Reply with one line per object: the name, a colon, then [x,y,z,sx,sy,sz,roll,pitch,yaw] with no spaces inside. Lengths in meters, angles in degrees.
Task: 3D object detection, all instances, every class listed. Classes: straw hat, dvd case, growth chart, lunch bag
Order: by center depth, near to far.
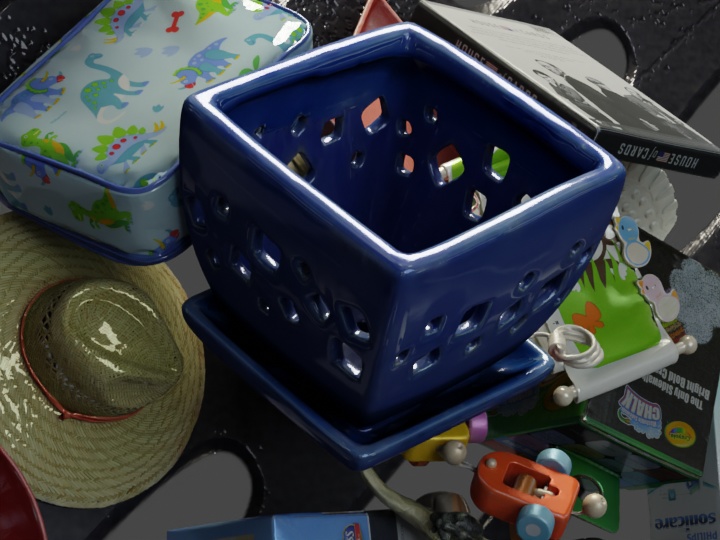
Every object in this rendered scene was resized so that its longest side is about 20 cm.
straw hat: [-0.161,0.047,1.397,0.200,0.085,0.203,9,75,-35]
lunch bag: [-0.131,-0.101,1.411,0.200,0.160,0.083,-49,147,-34]
growth chart: [0.140,-0.007,1.529,0.144,0.018,0.201,-29,88,-31]
dvd case: [0.147,-0.130,1.596,0.150,0.200,0.025,7,115,-45]

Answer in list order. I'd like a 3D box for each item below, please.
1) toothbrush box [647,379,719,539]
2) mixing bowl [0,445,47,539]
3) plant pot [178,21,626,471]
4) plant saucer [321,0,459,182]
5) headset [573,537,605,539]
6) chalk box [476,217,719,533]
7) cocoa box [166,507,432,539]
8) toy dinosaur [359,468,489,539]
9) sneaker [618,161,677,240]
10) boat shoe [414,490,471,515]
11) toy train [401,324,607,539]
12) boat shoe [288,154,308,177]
toothbrush box: [0.295,0.116,1.717,0.146,0.085,0.202,5,79,-35]
mixing bowl: [-0.286,0.175,1.265,0.199,0.108,0.202,8,76,-34]
plant pot: [0.014,-0.009,1.340,0.199,0.200,0.181,-23,136,-39]
plant saucer: [0.041,-0.072,1.557,0.200,0.037,0.200,50,27,-18]
headset: [0.184,0.241,1.528,0.198,0.094,0.125,0,98,-12]
chalk box: [0.171,0.085,1.610,0.124,0.124,0.201,27,67,-30]
cocoa box: [-0.034,0.256,1.415,0.130,0.133,0.202,3,78,-36]
toy dinosaur: [0.063,0.170,1.379,0.200,0.088,0.048,41,93,-15]
sneaker: [0.165,-0.077,1.672,0.076,0.080,0.200,-47,132,1]
boat shoe: [0.068,0.250,1.535,0.071,0.075,0.202,-5,92,-40]
toy train: [0.086,0.102,1.417,0.149,0.056,0.200,17,35,2]
boat shoe: [0.000,0.000,1.545,0.064,0.071,0.200,-39,108,1]
